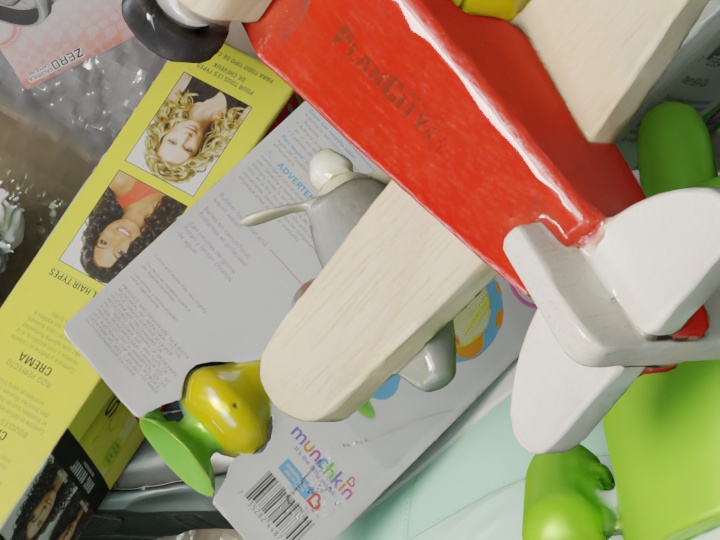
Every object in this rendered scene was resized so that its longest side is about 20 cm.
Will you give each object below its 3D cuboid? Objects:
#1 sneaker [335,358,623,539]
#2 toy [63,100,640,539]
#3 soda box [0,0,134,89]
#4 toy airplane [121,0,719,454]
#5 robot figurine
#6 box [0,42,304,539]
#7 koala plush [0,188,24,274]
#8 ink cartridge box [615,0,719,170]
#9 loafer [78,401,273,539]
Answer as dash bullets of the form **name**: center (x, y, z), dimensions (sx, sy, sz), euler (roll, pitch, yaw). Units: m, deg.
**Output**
- **sneaker**: center (0.028, 0.128, 0.969), dimensions (0.201, 0.074, 0.118), euler (-48, 34, 14)
- **toy**: center (0.000, 0.000, 0.987), dimensions (0.200, 0.047, 0.115), euler (-44, 98, -23)
- **soda box**: center (-0.035, -0.138, 0.873), dimensions (0.199, 0.069, 0.064), euler (-27, 43, 4)
- **toy airplane**: center (0.045, -0.050, 0.807), dimensions (0.199, 0.141, 0.201), euler (1, 107, 31)
- **robot figurine**: center (0.131, 0.047, 0.853), dimensions (0.174, 0.116, 0.201), euler (-12, 69, 5)
- **box**: center (-0.088, 0.018, 1.001), dimensions (0.050, 0.075, 0.201), euler (27, 73, 18)
- **koala plush**: center (-0.223, 0.001, 1.026), dimensions (0.199, 0.184, 0.178), euler (32, 103, 16)
- **ink cartridge box**: center (0.131, -0.129, 0.924), dimensions (0.200, 0.145, 0.084), euler (-44, 78, 15)
- **loafer**: center (-0.078, 0.065, 1.054), dimensions (0.198, 0.072, 0.063), euler (-3, 72, 12)
